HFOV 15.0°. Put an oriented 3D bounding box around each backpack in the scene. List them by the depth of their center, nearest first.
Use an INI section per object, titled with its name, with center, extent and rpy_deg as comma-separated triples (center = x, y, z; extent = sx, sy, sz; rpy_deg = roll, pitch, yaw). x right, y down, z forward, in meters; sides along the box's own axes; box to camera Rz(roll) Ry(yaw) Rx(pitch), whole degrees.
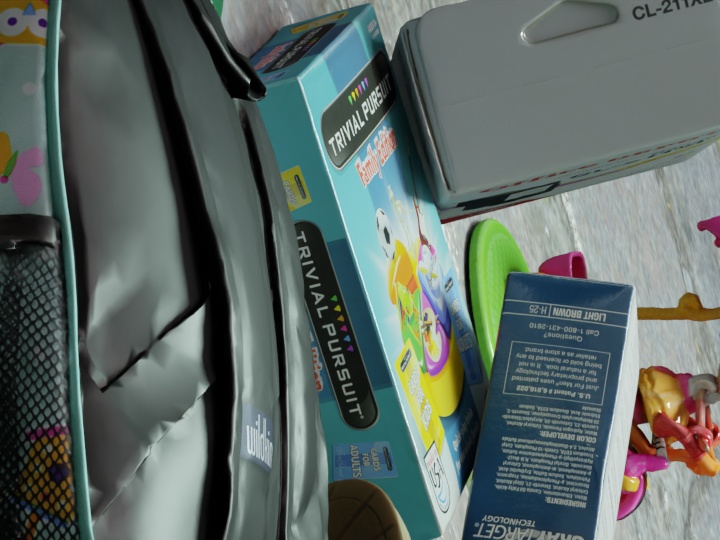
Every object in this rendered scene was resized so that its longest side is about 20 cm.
[backpack]
center = -0.088, 0.015, 0.658
extent = 0.176, 0.152, 0.201
rpy_deg = 41, 48, -67

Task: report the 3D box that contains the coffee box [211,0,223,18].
[coffee box]
center = -0.089, -0.127, 0.976
extent = 0.201, 0.044, 0.123
rpy_deg = -86, 157, -46

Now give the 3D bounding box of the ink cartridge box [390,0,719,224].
[ink cartridge box]
center = 0.092, -0.082, 1.279
extent = 0.200, 0.145, 0.083
rpy_deg = 113, -38, -87

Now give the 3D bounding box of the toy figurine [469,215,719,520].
[toy figurine]
center = 0.174, 0.050, 1.478
extent = 0.150, 0.183, 0.201
rpy_deg = -2, 79, -74

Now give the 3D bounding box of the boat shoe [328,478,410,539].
[boat shoe]
center = 0.011, 0.175, 1.017
extent = 0.065, 0.071, 0.201
rpy_deg = 55, 25, -50

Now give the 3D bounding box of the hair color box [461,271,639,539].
[hair color box]
center = 0.079, 0.113, 1.198
extent = 0.100, 0.060, 0.201
rpy_deg = 75, 24, -64

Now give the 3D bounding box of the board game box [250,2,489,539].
[board game box]
center = 0.000, 0.000, 1.172
extent = 0.151, 0.047, 0.201
rpy_deg = -56, 130, -69
